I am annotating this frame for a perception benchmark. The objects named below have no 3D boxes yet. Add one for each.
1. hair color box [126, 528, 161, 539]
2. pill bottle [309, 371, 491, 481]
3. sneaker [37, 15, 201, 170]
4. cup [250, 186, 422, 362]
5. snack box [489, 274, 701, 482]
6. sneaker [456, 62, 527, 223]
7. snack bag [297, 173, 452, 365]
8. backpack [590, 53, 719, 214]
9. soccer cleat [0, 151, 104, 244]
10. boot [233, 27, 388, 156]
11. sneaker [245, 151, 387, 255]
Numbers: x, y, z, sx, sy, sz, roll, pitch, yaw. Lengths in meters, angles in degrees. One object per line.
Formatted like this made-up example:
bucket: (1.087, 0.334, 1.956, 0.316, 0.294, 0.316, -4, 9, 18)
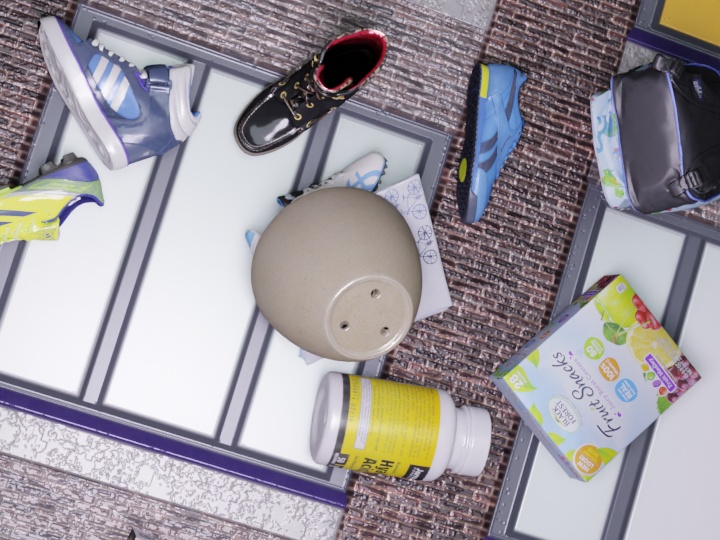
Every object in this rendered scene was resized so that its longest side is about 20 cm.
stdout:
hair color box: (-0.179, 0.364, 1.707, 0.199, 0.102, 0.061, 25, 82, -8)
pill bottle: (0.047, 0.187, 1.759, 0.199, 0.111, 0.112, 10, 85, -10)
sneaker: (-0.271, -0.227, 1.742, 0.146, 0.081, 0.200, -29, 89, -20)
cup: (-0.011, 0.023, 1.681, 0.200, 0.143, 0.201, -7, 115, -15)
snack box: (0.288, 0.131, 1.834, 0.200, 0.068, 0.169, -41, 95, -9)
sneaker: (0.165, -0.153, 1.827, 0.078, 0.066, 0.201, 10, 85, -15)
snack bag: (0.000, 0.000, 1.767, 0.199, 0.021, 0.189, -21, 117, -12)
backpack: (0.374, -0.163, 1.818, 0.200, 0.147, 0.184, -12, 91, -52)
soccer cleat: (-0.387, -0.060, 1.709, 0.200, 0.065, 0.084, -29, 95, -12)
boot: (-0.055, -0.210, 1.741, 0.200, 0.151, 0.073, -32, 93, -12)
sneaker: (-0.050, -0.080, 1.774, 0.200, 0.072, 0.073, -41, 106, -11)
